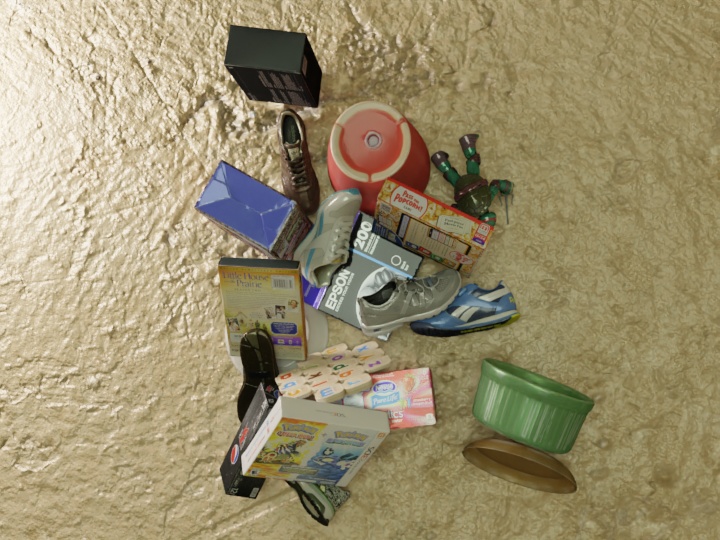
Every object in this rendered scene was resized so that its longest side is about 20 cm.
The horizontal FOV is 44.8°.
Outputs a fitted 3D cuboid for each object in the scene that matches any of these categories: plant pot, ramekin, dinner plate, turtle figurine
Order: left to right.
[{"bbox_3d":[-0.158,0.116,1.623,0.197,0.024,0.203,-1,84,7],"label":"dinner plate"},{"bbox_3d":[0.027,-0.209,1.563,0.197,0.177,0.204,-1,83,6],"label":"plant pot"},{"bbox_3d":[0.207,-0.138,1.578,0.148,0.101,0.202,-23,76,3],"label":"turtle figurine"},{"bbox_3d":[0.269,0.325,1.467,0.198,0.201,0.028,19,67,8],"label":"plant pot"},{"bbox_3d":[0.285,0.230,1.476,0.198,0.200,0.099,20,93,8],"label":"ramekin"}]

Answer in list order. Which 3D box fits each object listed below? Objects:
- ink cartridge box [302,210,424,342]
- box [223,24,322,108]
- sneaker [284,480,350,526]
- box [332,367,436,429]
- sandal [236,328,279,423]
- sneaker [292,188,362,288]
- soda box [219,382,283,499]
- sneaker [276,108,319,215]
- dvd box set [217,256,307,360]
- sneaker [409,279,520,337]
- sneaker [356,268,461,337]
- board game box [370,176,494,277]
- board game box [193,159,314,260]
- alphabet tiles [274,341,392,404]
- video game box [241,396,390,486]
[{"bbox_3d":[0.000,0.000,1.601,0.198,0.043,0.200,24,87,4],"label":"ink cartridge box"},{"bbox_3d":[-0.154,-0.367,1.589,0.139,0.200,0.080,5,84,6],"label":"box"},{"bbox_3d":[-0.090,0.357,1.576,0.088,0.077,0.201,-29,76,-30],"label":"sneaker"},{"bbox_3d":[0.033,0.232,1.550,0.197,0.095,0.104,-8,82,5],"label":"box"},{"bbox_3d":[-0.185,0.192,1.582,0.080,0.055,0.203,-1,110,3],"label":"sandal"},{"bbox_3d":[-0.045,-0.059,1.536,0.081,0.076,0.201,54,131,29],"label":"sneaker"},{"bbox_3d":[-0.180,0.300,1.535,0.063,0.071,0.202,17,112,-27],"label":"soda box"},{"bbox_3d":[-0.125,-0.203,1.629,0.069,0.076,0.203,-14,81,4],"label":"sneaker"},{"bbox_3d":[-0.170,0.070,1.541,0.144,0.030,0.202,2,124,7],"label":"dvd box set"},{"bbox_3d":[0.183,0.071,1.568,0.197,0.074,0.083,-10,76,0],"label":"sneaker"},{"bbox_3d":[0.086,0.043,1.526,0.198,0.075,0.083,-27,122,-8],"label":"sneaker"},{"bbox_3d":[0.119,-0.070,1.506,0.198,0.152,0.047,26,72,4],"label":"board game box"},{"bbox_3d":[-0.184,-0.095,1.560,0.158,0.200,0.098,29,86,8],"label":"board game box"},{"bbox_3d":[-0.048,0.177,1.516,0.193,0.200,0.015,-19,108,-11],"label":"alphabet tiles"},{"bbox_3d":[-0.076,0.290,1.461,0.198,0.183,0.047,12,41,-24],"label":"video game box"}]
